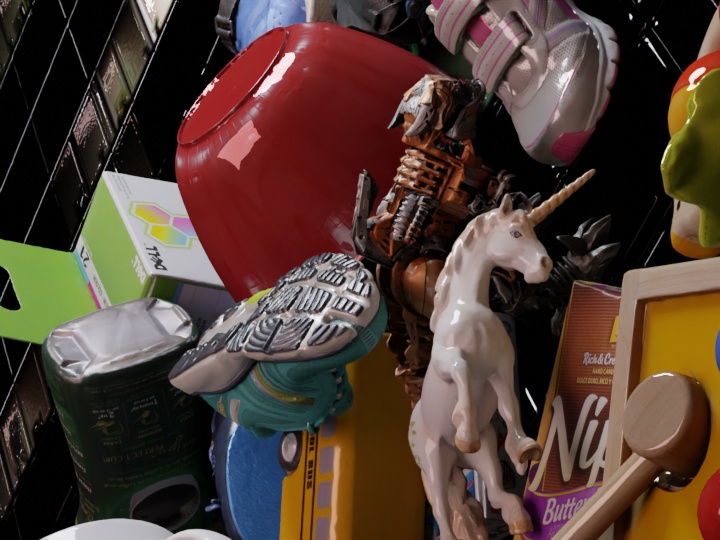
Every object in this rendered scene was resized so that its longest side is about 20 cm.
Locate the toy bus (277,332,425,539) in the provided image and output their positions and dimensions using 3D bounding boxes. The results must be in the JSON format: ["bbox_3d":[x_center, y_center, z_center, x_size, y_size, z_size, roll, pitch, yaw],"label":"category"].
[{"bbox_3d":[-0.004,0.140,1.426,0.078,0.065,0.201,-21,62,57],"label":"toy bus"}]

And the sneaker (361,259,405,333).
[{"bbox_3d":[0.000,0.000,1.514,0.199,0.083,0.071,6,120,63],"label":"sneaker"}]

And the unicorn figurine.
[{"bbox_3d":[0.061,0.059,1.282,0.138,0.074,0.200,-103,32,-45],"label":"unicorn figurine"}]

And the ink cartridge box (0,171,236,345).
[{"bbox_3d":[-0.174,-0.005,1.736,0.076,0.199,0.148,-66,30,24],"label":"ink cartridge box"}]

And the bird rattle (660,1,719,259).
[{"bbox_3d":[0.181,-0.093,1.198,0.163,0.112,0.201,117,156,-62],"label":"bird rattle"}]

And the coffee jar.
[{"bbox_3d":[-0.149,0.125,1.678,0.085,0.104,0.201,45,147,53],"label":"coffee jar"}]

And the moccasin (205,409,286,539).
[{"bbox_3d":[-0.061,0.119,1.628,0.200,0.080,0.068,-87,19,-46],"label":"moccasin"}]

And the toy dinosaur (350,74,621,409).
[{"bbox_3d":[0.052,-0.005,1.356,0.102,0.135,0.200,-125,42,-49],"label":"toy dinosaur"}]

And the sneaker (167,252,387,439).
[{"bbox_3d":[-0.031,0.047,1.367,0.078,0.080,0.200,-51,11,-25],"label":"sneaker"}]

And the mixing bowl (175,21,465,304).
[{"bbox_3d":[-0.040,-0.078,1.512,0.200,0.108,0.200,-41,20,18],"label":"mixing bowl"}]

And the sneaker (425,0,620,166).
[{"bbox_3d":[0.081,-0.138,1.411,0.081,0.088,0.200,-58,34,36],"label":"sneaker"}]

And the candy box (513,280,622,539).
[{"bbox_3d":[0.133,0.114,1.256,0.117,0.056,0.201,20,97,64],"label":"candy box"}]

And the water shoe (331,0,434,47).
[{"bbox_3d":[0.037,-0.182,1.540,0.200,0.071,0.079,138,131,-67],"label":"water shoe"}]

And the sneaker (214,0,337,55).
[{"bbox_3d":[-0.054,-0.136,1.684,0.111,0.077,0.201,-1,75,57],"label":"sneaker"}]

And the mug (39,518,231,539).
[{"bbox_3d":[-0.123,0.240,1.452,0.200,0.147,0.176,-52,43,21],"label":"mug"}]

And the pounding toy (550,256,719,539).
[{"bbox_3d":[0.163,0.090,1.108,0.200,0.142,0.185,-10,71,61],"label":"pounding toy"}]

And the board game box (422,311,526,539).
[{"bbox_3d":[0.031,0.117,1.475,0.200,0.035,0.127,-37,50,53],"label":"board game box"}]
